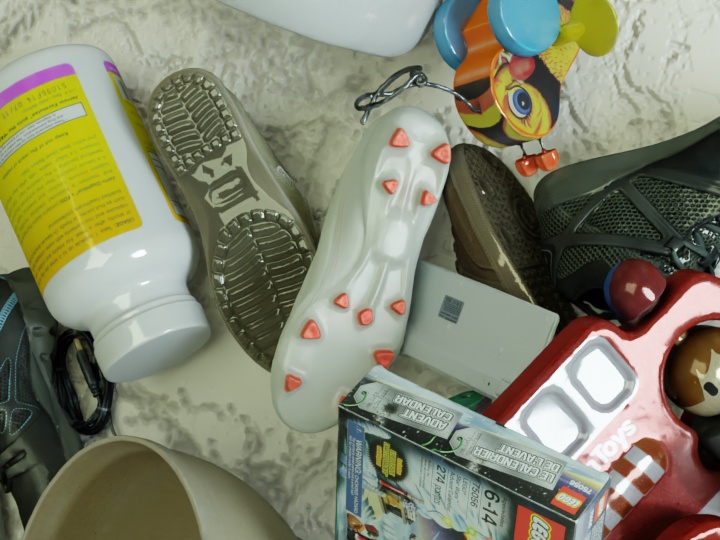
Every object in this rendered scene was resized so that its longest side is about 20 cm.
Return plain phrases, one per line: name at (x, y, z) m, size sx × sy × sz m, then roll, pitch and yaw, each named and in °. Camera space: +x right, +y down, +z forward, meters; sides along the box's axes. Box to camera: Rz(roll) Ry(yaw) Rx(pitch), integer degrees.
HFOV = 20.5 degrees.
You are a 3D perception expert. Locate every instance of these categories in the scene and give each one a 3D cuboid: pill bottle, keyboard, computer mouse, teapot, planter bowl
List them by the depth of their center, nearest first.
keyboard at (0.051, 0.030, 1.144) m, size 0.200 × 0.011 × 0.057 m, roll 24°, pitch 88°, yaw 60°
planter bowl at (-0.097, 0.204, 1.146) m, size 0.199 × 0.134 × 0.202 m, roll -17°, pitch 67°, yaw 46°
teapot at (-0.025, -0.224, 1.170) m, size 0.199 × 0.197 × 0.147 m, roll 27°, pitch 105°, yaw 23°
pill bottle at (-0.166, -0.034, 1.252) m, size 0.104 × 0.104 × 0.201 m, roll -31°, pitch 73°, yaw 16°
computer mouse at (-0.148, 0.123, 1.263) m, size 0.058 × 0.034 × 0.201 m, roll -38°, pitch 71°, yaw 15°

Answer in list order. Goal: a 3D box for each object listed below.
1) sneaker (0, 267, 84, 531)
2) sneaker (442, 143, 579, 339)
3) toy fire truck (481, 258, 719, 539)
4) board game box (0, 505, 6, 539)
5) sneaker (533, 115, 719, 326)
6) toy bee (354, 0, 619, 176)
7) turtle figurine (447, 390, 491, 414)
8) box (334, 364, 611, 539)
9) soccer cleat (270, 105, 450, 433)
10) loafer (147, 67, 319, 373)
sneaker at (-0.225, 0.099, 1.263) m, size 0.073 × 0.081 × 0.202 m, roll -49°, pitch 53°, yaw 56°
sneaker at (0.081, 0.023, 1.164) m, size 0.075 × 0.070 × 0.201 m, roll -37°, pitch 65°, yaw 29°
toy fire truck at (0.162, 0.087, 1.049) m, size 0.200 × 0.112 × 0.168 m, roll -45°, pitch 107°, yaw -8°
board game box at (-0.303, 0.105, 1.264) m, size 0.064 × 0.147 × 0.202 m, roll -17°, pitch 77°, yaw 29°
sneaker at (0.193, -0.022, 1.106) m, size 0.198 × 0.076 × 0.115 m, roll -18°, pitch 58°, yaw 22°
toy bee at (0.086, -0.115, 1.153) m, size 0.200 × 0.131 × 0.109 m, roll -40°, pitch 109°, yaw -13°
turtle figurine at (0.060, 0.172, 1.136) m, size 0.149 × 0.101 × 0.202 m, roll -14°, pitch 96°, yaw 30°
box at (0.051, 0.157, 1.018) m, size 0.136 × 0.040 × 0.201 m, roll 23°, pitch 135°, yaw 24°
soccer cleat at (0.000, 0.000, 1.174) m, size 0.069 × 0.078 × 0.202 m, roll 22°, pitch 89°, yaw -16°
loafer at (-0.065, -0.032, 1.233) m, size 0.075 × 0.068 × 0.202 m, roll -21°, pitch 92°, yaw 16°
